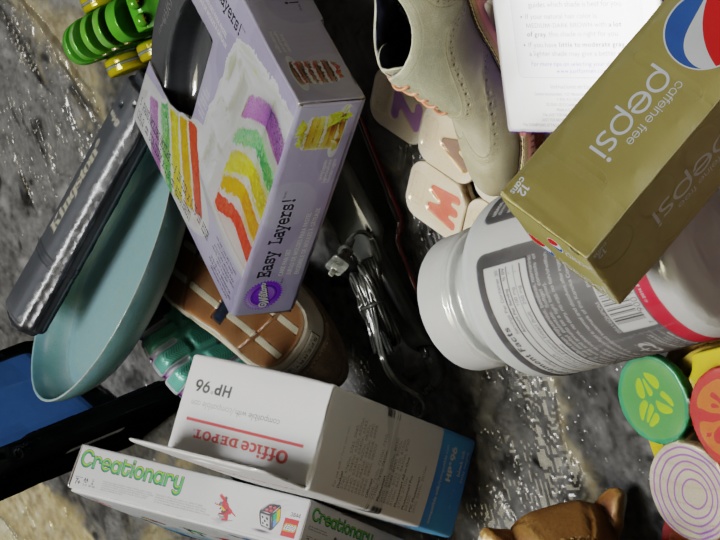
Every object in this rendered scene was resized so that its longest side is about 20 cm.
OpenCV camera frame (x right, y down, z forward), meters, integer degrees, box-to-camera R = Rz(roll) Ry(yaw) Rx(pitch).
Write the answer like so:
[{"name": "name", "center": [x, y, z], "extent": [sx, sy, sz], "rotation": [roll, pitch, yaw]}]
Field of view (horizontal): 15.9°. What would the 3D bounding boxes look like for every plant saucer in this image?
[{"name": "plant saucer", "center": [-0.166, 0.000, 1.749], "extent": [0.200, 0.027, 0.200], "rotation": [-49, 28, 37]}]

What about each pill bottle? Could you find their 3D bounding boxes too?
[{"name": "pill bottle", "center": [0.127, -0.001, 1.435], "extent": [0.200, 0.111, 0.111], "rotation": [-16, 94, 46]}]

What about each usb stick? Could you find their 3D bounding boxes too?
[{"name": "usb stick", "center": [-0.186, -0.045, 1.762], "extent": [0.200, 0.033, 0.055], "rotation": [-59, 18, 14]}]

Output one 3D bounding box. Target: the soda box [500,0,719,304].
[{"name": "soda box", "center": [0.164, -0.084, 1.310], "extent": [0.064, 0.068, 0.200], "rotation": [38, 86, 30]}]

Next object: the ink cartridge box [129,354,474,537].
[{"name": "ink cartridge box", "center": [-0.034, 0.104, 1.586], "extent": [0.116, 0.200, 0.068], "rotation": [10, 81, 37]}]

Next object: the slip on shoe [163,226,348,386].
[{"name": "slip on shoe", "center": [-0.073, 0.015, 1.707], "extent": [0.076, 0.061, 0.200], "rotation": [-55, 43, 4]}]

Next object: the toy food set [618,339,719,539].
[{"name": "toy food set", "center": [0.232, 0.114, 1.424], "extent": [0.198, 0.049, 0.200], "rotation": [-19, 92, 50]}]

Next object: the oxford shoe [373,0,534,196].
[{"name": "oxford shoe", "center": [0.044, -0.118, 1.460], "extent": [0.071, 0.074, 0.200], "rotation": [35, 152, 53]}]

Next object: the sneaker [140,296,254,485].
[{"name": "sneaker", "center": [-0.104, 0.089, 1.766], "extent": [0.200, 0.074, 0.088], "rotation": [53, 144, 19]}]

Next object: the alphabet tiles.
[{"name": "alphabet tiles", "center": [0.080, -0.098, 1.528], "extent": [0.196, 0.015, 0.200], "rotation": [36, 129, 32]}]

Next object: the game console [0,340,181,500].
[{"name": "game console", "center": [-0.242, 0.092, 1.816], "extent": [0.176, 0.200, 0.117], "rotation": [-38, 78, 48]}]

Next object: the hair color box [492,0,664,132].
[{"name": "hair color box", "center": [0.128, -0.177, 1.395], "extent": [0.109, 0.065, 0.200], "rotation": [4, 110, 36]}]

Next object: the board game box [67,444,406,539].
[{"name": "board game box", "center": [-0.076, 0.160, 1.667], "extent": [0.200, 0.126, 0.035], "rotation": [10, 77, 38]}]

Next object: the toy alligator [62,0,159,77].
[{"name": "toy alligator", "center": [-0.146, -0.170, 1.714], "extent": [0.200, 0.054, 0.059], "rotation": [-19, 92, 50]}]

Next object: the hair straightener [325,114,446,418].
[{"name": "hair straightener", "center": [0.000, 0.000, 1.607], "extent": [0.041, 0.077, 0.200], "rotation": [-16, 93, 41]}]

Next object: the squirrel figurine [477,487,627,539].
[{"name": "squirrel figurine", "center": [0.142, 0.211, 1.486], "extent": [0.200, 0.141, 0.187], "rotation": [85, 170, -67]}]

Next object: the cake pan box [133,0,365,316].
[{"name": "cake pan box", "center": [-0.074, -0.104, 1.609], "extent": [0.200, 0.052, 0.184], "rotation": [63, 145, 36]}]
